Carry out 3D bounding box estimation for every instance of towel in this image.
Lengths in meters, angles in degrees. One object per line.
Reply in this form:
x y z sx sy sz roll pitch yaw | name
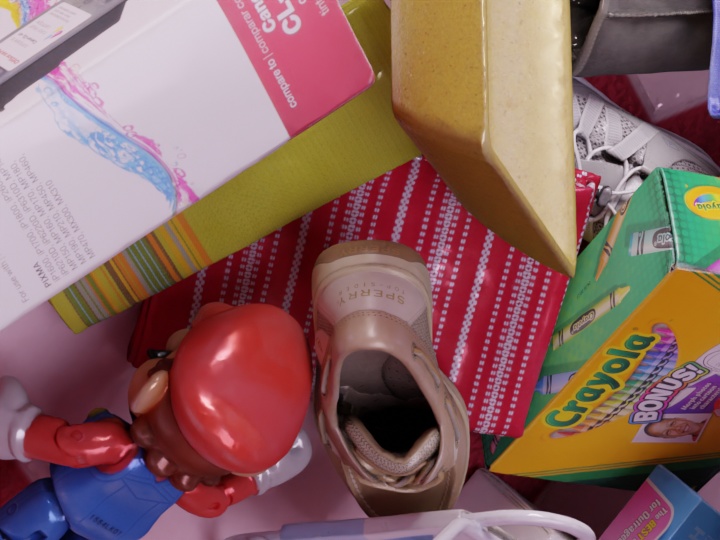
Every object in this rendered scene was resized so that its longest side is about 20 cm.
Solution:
-0.063 -0.048 1.333 0.200 0.018 0.086 -27 121 5 | towel
0.000 0.000 1.384 0.199 0.022 0.145 11 113 -12 | towel

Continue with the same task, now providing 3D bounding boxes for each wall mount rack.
0.003 0.150 1.388 0.174 0.200 0.075 34 54 -52 | wall mount rack

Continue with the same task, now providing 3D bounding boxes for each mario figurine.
-0.104 0.078 1.369 0.200 0.106 0.123 -38 166 20 | mario figurine

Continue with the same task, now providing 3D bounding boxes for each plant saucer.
0.051 -0.114 1.288 0.048 0.201 0.200 -4 164 13 | plant saucer

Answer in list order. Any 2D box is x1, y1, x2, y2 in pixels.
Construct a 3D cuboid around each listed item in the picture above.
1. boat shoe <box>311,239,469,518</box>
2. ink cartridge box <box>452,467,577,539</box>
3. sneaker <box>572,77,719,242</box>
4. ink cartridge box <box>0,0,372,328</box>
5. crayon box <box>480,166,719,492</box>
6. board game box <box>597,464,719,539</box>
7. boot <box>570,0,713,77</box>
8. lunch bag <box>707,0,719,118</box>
0.012 0.070 1.363 0.072 0.065 0.200 -4 142 4 | boat shoe
0.093 0.218 1.544 0.148 0.086 0.200 -50 128 0 | ink cartridge box
0.114 -0.050 1.426 0.200 0.082 0.075 14 106 -33 | sneaker
-0.117 -0.078 1.236 0.200 0.148 0.086 -33 122 -11 | ink cartridge box
0.151 0.034 1.431 0.118 0.058 0.200 9 145 -22 | crayon box
0.139 0.216 1.491 0.153 0.040 0.200 38 91 -36 | board game box
0.187 -0.107 1.445 0.200 0.073 0.182 -9 103 -32 | boot
0.257 -0.165 1.377 0.170 0.124 0.201 10 74 -27 | lunch bag
